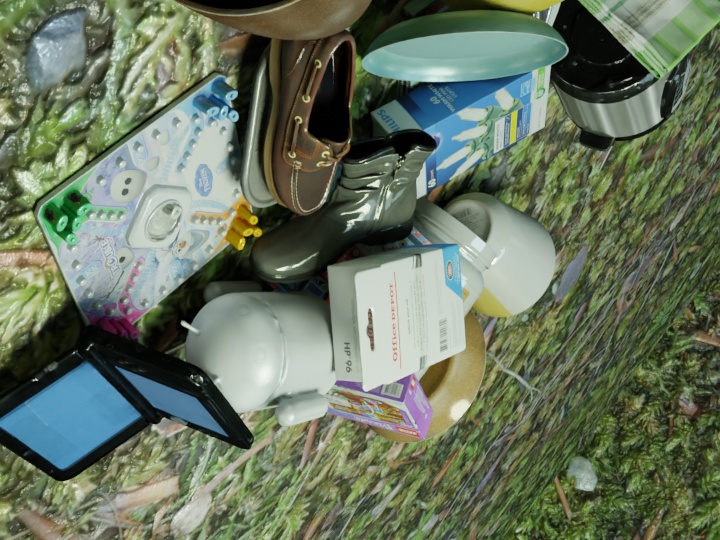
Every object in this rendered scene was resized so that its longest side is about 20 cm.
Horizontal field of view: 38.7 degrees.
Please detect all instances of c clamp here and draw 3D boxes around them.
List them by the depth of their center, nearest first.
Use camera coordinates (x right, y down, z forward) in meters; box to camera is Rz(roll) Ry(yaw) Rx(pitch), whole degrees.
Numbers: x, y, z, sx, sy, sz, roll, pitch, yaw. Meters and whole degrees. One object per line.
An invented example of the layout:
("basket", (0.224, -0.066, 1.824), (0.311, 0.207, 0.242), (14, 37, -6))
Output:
("c clamp", (-0.045, -0.155, 0.947), (0.170, 0.027, 0.203), (-25, 137, -54))

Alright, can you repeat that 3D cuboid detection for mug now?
("mug", (0.158, -0.014, 1.369), (0.188, 0.148, 0.153), (-61, 146, -1))

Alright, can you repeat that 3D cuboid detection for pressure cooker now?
("pressure cooker", (0.332, -0.267, 1.322), (0.174, 0.181, 0.200), (-27, 157, 12))

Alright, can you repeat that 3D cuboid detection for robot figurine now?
("robot figurine", (-0.093, 0.079, 1.014), (0.199, 0.170, 0.113), (1, 135, -53))

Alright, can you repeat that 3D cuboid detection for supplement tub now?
("supplement tub", (0.059, 0.027, 1.237), (0.201, 0.144, 0.145), (-54, 154, -1))

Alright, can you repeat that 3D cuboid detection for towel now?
("towel", (0.325, -0.337, 1.197), (0.149, 0.200, 0.031), (-42, 174, -22))

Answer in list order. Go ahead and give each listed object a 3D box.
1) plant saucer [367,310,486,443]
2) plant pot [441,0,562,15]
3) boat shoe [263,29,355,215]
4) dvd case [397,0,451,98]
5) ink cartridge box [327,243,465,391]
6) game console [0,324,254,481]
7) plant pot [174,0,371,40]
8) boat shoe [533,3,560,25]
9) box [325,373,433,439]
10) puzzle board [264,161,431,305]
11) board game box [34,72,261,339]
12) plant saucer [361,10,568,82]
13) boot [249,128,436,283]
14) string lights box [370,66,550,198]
("plant saucer", (0.064, 0.116, 1.307), (0.201, 0.200, 0.035), (-54, 138, 0))
("plant pot", (0.131, -0.312, 0.941), (0.199, 0.201, 0.142), (-39, 175, -28))
("boat shoe", (-0.041, -0.126, 0.891), (0.070, 0.070, 0.202), (-38, 146, -35))
("dvd case", (0.094, -0.233, 1.129), (0.146, 0.022, 0.202), (-40, 152, -28))
("ink cartridge box", (0.029, 0.043, 1.032), (0.199, 0.067, 0.118), (-14, 101, -55))
("game console", (-0.210, 0.144, 0.924), (0.201, 0.173, 0.118), (73, 38, -63))
("plant pot", (-0.052, -0.242, 0.725), (0.188, 0.186, 0.200), (-55, 168, 3))
("boat shoe", (0.179, -0.247, 1.197), (0.067, 0.071, 0.202), (-27, 140, -46))
("box", (-0.024, 0.131, 1.163), (0.137, 0.197, 0.040), (64, 43, -61))
("puzzle board", (0.000, 0.000, 1.115), (0.200, 0.017, 0.151), (41, 85, -25))
("board game box", (-0.172, -0.043, 0.899), (0.200, 0.026, 0.201), (-42, 152, -25))
("plant saucer", (0.098, -0.214, 0.981), (0.199, 0.197, 0.028), (0, 87, -59))
("boot", (-0.021, -0.073, 1.014), (0.198, 0.068, 0.132), (-22, 145, -25))
("string lights box", (0.110, -0.164, 1.120), (0.198, 0.059, 0.103), (-30, 147, -15))
